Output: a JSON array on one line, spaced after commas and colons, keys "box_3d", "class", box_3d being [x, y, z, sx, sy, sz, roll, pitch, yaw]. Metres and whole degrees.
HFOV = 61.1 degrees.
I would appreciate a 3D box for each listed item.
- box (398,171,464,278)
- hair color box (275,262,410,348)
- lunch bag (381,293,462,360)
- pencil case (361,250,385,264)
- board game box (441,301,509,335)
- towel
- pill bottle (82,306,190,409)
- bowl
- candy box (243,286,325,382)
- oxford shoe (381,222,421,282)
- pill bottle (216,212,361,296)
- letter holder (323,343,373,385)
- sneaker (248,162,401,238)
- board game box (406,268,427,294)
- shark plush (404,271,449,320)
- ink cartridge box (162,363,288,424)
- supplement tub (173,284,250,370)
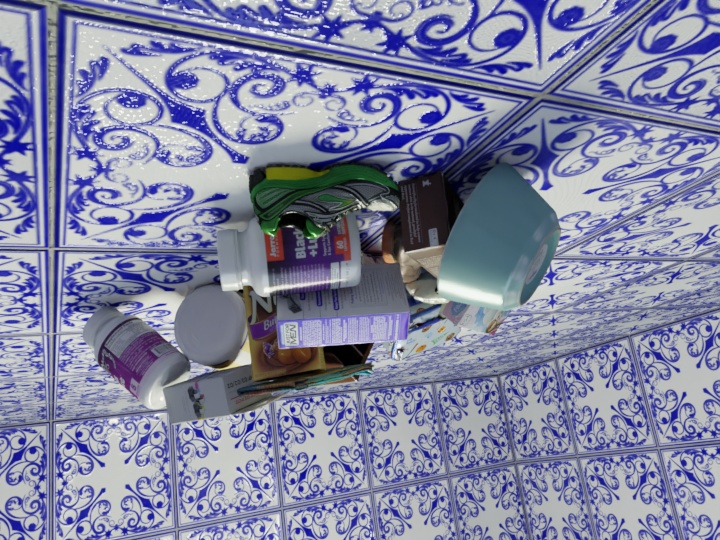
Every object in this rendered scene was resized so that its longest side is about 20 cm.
[{"box_3d": [0.119, -0.055, 0.896, 0.073, 0.104, 0.199, -10, 163, 18], "class": "box"}, {"box_3d": [-0.029, 0.051, 0.916, 0.192, 0.111, 0.066, -2, 131, -7], "class": "hair color box"}, {"box_3d": [0.130, 0.095, 1.212, 0.195, 0.076, 0.163, -20, 148, -25], "class": "lunch bag"}, {"box_3d": [0.000, 0.000, 1.057, 0.087, 0.081, 0.199, -1, 168, 27], "class": "pencil case"}, {"box_3d": [0.255, 0.018, 1.115, 0.197, 0.043, 0.203, 17, 109, -56], "class": "board game box"}, {"box_3d": [-0.088, 0.184, 1.015, 0.144, 0.022, 0.197, -16, 171, 38], "class": "towel"}, {"box_3d": [-0.418, 0.155, 1.127, 0.197, 0.114, 0.112, 32, 176, 20], "class": "pill bottle"}, {"box_3d": [0.198, -0.029, 0.822, 0.103, 0.205, 0.200, 29, -179, 26], "class": "bowl"}, {"box_3d": [-0.127, 0.070, 0.996, 0.113, 0.207, 0.057, -10, 167, 5], "class": "candy box"}, {"box_3d": [0.087, -0.020, 1.023, 0.070, 0.074, 0.200, 6, 167, 16], "class": "oxford shoe"}, {"box_3d": [-0.101, -0.024, 0.864, 0.193, 0.115, 0.112, -7, 164, -10], "class": "pill bottle"}, {"box_3d": [-0.094, 0.138, 1.181, 0.197, 0.102, 0.143, -16, 126, 44], "class": "letter holder"}, {"box_3d": [-0.040, -0.079, 0.764, 0.193, 0.088, 0.078, -5, 163, -15], "class": "sneaker"}, {"box_3d": [0.085, 0.071, 1.270, 0.198, 0.044, 0.198, -42, 151, 19], "class": "board game box"}, {"box_3d": [0.179, -0.005, 1.121, 0.198, 0.084, 0.091, -39, 141, -3], "class": "shark plush"}, {"box_3d": [-0.236, 0.211, 1.069, 0.195, 0.070, 0.114, -16, 178, 32], "class": "ink cartridge box"}, {"box_3d": [-0.262, 0.120, 1.189, 0.140, 0.150, 0.200, -10, 164, 4], "class": "supplement tub"}]
